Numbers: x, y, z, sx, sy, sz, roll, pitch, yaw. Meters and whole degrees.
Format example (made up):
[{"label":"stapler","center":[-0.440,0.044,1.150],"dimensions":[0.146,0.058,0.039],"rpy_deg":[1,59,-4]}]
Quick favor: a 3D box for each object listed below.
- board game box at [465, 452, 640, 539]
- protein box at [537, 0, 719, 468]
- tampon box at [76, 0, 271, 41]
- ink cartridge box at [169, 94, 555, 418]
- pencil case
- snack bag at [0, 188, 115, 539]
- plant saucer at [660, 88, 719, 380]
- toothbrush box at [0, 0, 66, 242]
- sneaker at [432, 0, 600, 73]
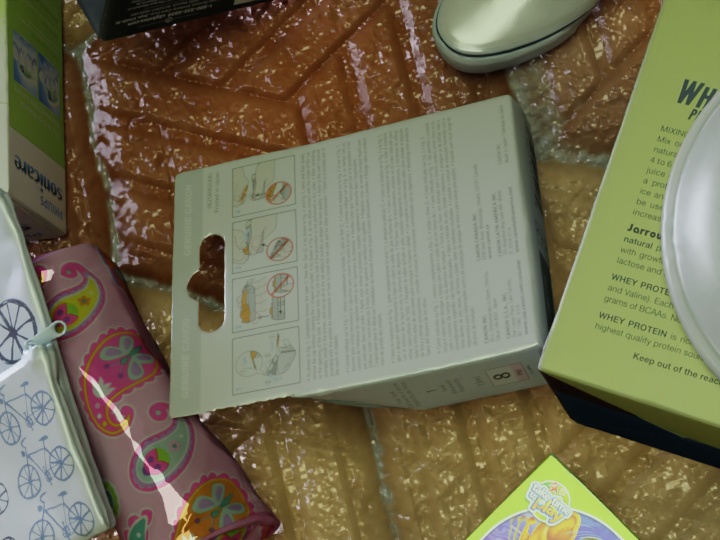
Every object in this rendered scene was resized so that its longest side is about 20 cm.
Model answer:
[{"label":"board game box","center":[0.120,0.209,0.788],"dimensions":[0.134,0.045,0.200],"rpy_deg":[-45,70,-2]},{"label":"protein box","center":[0.217,-0.003,0.776],"dimensions":[0.198,0.135,0.201],"rpy_deg":[17,80,18]},{"label":"tampon box","center":[-0.116,-0.258,0.901],"dimensions":[0.149,0.126,0.200],"rpy_deg":[-18,66,-29]},{"label":"ink cartridge box","center":[0.000,0.000,0.855],"dimensions":[0.199,0.057,0.163],"rpy_deg":[-15,55,17]},{"label":"pencil case","center":[-0.127,0.083,0.862],"dimensions":[0.087,0.087,0.200],"rpy_deg":[-35,71,2]},{"label":"snack bag","center":[-0.222,0.075,0.867],"dimensions":[0.188,0.021,0.201],"rpy_deg":[-28,75,35]},{"label":"plant saucer","center":[0.228,-0.023,0.680],"dimensions":[0.199,0.050,0.201],"rpy_deg":[-3,75,12]},{"label":"toothbrush box","center":[-0.259,-0.115,0.948],"dimensions":[0.145,0.086,0.201],"rpy_deg":[-7,75,12]},{"label":"sneaker","center":[0.121,-0.187,0.884],"dimensions":[0.200,0.071,0.073],"rpy_deg":[-36,70,1]}]
